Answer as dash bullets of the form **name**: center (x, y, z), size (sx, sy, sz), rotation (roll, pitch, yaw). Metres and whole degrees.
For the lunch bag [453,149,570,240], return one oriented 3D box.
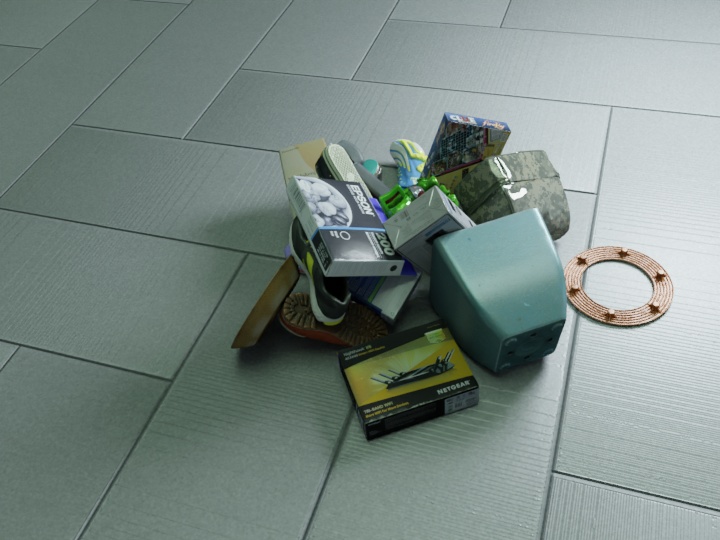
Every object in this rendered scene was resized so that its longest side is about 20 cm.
- **lunch bag**: center (0.298, -0.123, 1.436), size (0.199, 0.139, 0.169), rotation (-10, 66, -39)

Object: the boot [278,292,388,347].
- **boot**: center (-0.051, 0.096, 1.339), size (0.199, 0.107, 0.076), rotation (19, 69, -11)

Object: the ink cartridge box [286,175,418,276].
- **ink cartridge box**: center (-0.007, -0.075, 1.287), size (0.199, 0.043, 0.199), rotation (1, 48, -37)

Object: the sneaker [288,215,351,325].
- **sneaker**: center (-0.059, -0.012, 1.269), size (0.074, 0.085, 0.201), rotation (-15, 76, -29)

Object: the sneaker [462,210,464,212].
- **sneaker**: center (0.116, -0.078, 1.482), size (0.199, 0.084, 0.121), rotation (12, 43, 28)

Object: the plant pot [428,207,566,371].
- **plant pot**: center (0.245, 0.051, 1.276), size (0.195, 0.196, 0.201), rotation (-16, 56, -9)

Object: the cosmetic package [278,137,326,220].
- **cosmetic package**: center (-0.096, -0.164, 1.514), size (0.104, 0.071, 0.201), rotation (-16, 55, 0)

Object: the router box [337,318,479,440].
- **router box**: center (0.077, 0.178, 1.257), size (0.198, 0.052, 0.158), rotation (-17, 46, -10)

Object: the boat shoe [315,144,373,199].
- **boat shoe**: center (-0.026, -0.138, 1.411), size (0.074, 0.062, 0.201), rotation (-20, 81, -47)

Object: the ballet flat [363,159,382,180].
- **ballet flat**: center (-0.014, -0.144, 1.569), size (0.068, 0.069, 0.200), rotation (29, 67, 30)

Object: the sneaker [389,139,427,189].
- **sneaker**: center (0.105, -0.210, 1.621), size (0.105, 0.076, 0.200), rotation (-31, 51, -21)

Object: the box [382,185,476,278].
- **box**: center (0.140, -0.053, 1.304), size (0.116, 0.200, 0.060), rotation (-34, 55, 16)

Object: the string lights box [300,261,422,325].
- **string lights box**: center (0.000, 0.000, 1.347), size (0.199, 0.059, 0.103), rotation (31, 79, 10)

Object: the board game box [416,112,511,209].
- **board game box**: center (0.199, -0.212, 1.498), size (0.134, 0.201, 0.035), rotation (6, 41, -17)

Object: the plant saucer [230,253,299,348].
- **plant saucer**: center (-0.159, 0.061, 1.325), size (0.035, 0.200, 0.201), rotation (32, 52, -1)

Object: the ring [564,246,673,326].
- **ring**: center (0.475, 0.021, 1.387), size (0.198, 0.019, 0.201), rotation (-3, 46, 3)

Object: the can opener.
- **can opener**: center (0.008, -0.204, 1.530), size (0.067, 0.053, 0.200), rotation (-40, 61, -14)

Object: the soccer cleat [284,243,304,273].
- **soccer cleat**: center (-0.070, -0.019, 1.453), size (0.199, 0.077, 0.067), rotation (30, 55, 30)

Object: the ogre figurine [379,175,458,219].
- **ogre figurine**: center (0.102, -0.124, 1.399), size (0.119, 0.099, 0.200), rotation (-25, 41, -3)
